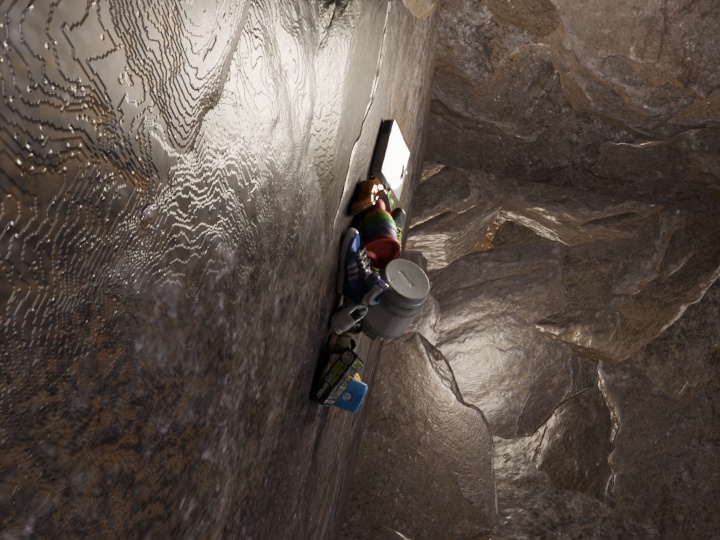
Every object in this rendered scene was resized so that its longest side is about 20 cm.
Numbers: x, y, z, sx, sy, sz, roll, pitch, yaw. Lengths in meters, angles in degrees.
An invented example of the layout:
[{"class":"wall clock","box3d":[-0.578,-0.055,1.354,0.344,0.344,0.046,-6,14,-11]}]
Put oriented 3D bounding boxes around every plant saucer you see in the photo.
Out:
[{"class":"plant saucer","box3d":[0.006,0.132,1.768,0.200,0.038,0.208,168,-89,-74]}]

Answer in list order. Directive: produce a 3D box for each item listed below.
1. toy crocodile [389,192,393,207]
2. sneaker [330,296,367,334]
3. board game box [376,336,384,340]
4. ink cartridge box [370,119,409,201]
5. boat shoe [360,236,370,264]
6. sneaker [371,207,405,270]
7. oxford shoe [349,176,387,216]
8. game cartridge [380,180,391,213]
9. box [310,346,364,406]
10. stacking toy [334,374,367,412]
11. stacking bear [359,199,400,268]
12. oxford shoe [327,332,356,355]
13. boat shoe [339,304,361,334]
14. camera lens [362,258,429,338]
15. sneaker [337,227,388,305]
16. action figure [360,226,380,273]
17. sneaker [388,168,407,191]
[{"class":"toy crocodile","box3d":[0.068,-0.201,1.902,0.066,0.061,0.206,-2,109,-39]},{"class":"sneaker","box3d":[-0.011,0.107,1.539,0.076,0.087,0.201,57,32,-19]},{"class":"board game box","box3d":[0.047,0.110,1.837,0.199,0.025,0.207,24,-75,57]},{"class":"ink cartridge box","box3d":[0.102,-0.361,1.778,0.174,0.042,0.205,51,48,-56]},{"class":"boat shoe","box3d":[0.000,0.000,1.633,0.092,0.069,0.204,89,13,-50]},{"class":"sneaker","box3d":[0.102,-0.087,1.638,0.084,0.073,0.206,33,-72,55]},{"class":"oxford shoe","box3d":[0.009,-0.209,1.506,0.072,0.070,0.200,59,31,-14]},{"class":"game cartridge","box3d":[0.085,-0.180,1.747,0.201,0.039,0.137,72,4,-64]},{"class":"box","box3d":[-0.060,0.299,1.499,0.162,0.044,0.200,-52,167,-8]},{"class":"stacking toy","box3d":[-0.040,0.367,1.814,0.201,0.107,0.119,-87,-159,-69]},{"class":"stacking bear","box3d":[0.047,-0.131,1.581,0.121,0.112,0.204,38,31,-45]},{"class":"oxford shoe","box3d":[-0.046,0.223,1.604,0.200,0.072,0.073,-7,109,-82]},{"class":"boat shoe","box3d":[-0.029,0.156,1.663,0.201,0.063,0.074,76,28,-70]},{"class":"camera lens","box3d":[0.099,0.088,1.583,0.162,0.156,0.202,-69,-174,-47]},{"class":"sneaker","box3d":[0.017,-0.003,1.466,0.081,0.142,0.206,-43,147,-61]},{"class":"action figure","box3d":[0.029,-0.079,1.791,0.203,0.101,0.197,-108,-157,-44]},{"class":"sneaker","box3d":[0.081,-0.305,1.835,0.201,0.080,0.070,-49,-173,-38]}]
